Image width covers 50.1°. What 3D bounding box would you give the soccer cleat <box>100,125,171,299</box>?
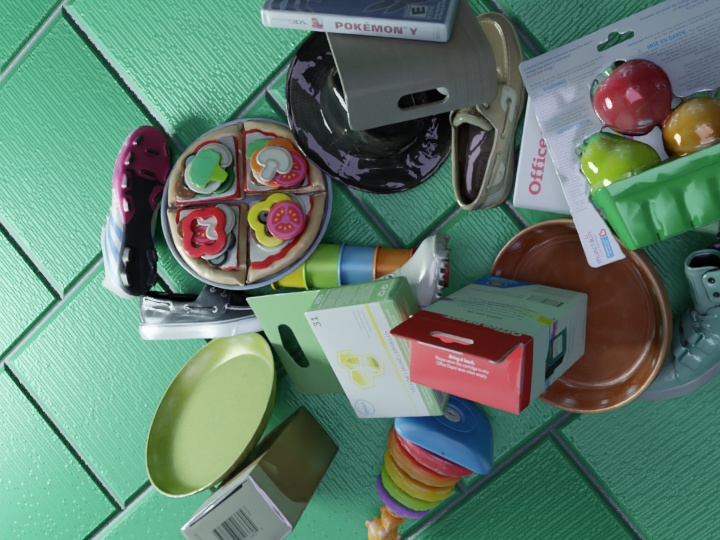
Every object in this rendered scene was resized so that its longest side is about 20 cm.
[{"bbox_3d":[-0.273,-0.069,0.905,0.086,0.069,0.203,3,86,45],"label":"soccer cleat"}]

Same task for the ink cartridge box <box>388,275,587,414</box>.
[{"bbox_3d":[0.123,0.068,0.720,0.115,0.199,0.068,12,111,34],"label":"ink cartridge box"}]

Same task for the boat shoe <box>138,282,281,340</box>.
[{"bbox_3d":[-0.172,0.039,0.900,0.197,0.070,0.067,-5,98,21],"label":"boat shoe"}]

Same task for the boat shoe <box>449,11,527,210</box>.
[{"bbox_3d":[0.126,-0.163,0.794,0.071,0.065,0.203,9,103,32],"label":"boat shoe"}]

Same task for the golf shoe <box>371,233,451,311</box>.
[{"bbox_3d":[0.028,0.037,0.805,0.096,0.079,0.202,20,126,-5],"label":"golf shoe"}]

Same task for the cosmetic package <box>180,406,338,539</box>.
[{"bbox_3d":[-0.101,0.234,0.836,0.105,0.200,0.071,-40,90,13],"label":"cosmetic package"}]

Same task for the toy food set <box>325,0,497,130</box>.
[{"bbox_3d":[0.037,-0.225,0.756,0.141,0.061,0.202,-13,53,-4],"label":"toy food set"}]

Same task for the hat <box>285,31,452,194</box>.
[{"bbox_3d":[0.012,-0.176,0.806,0.197,0.081,0.204,0,97,3],"label":"hat"}]

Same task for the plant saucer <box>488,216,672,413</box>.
[{"bbox_3d":[0.219,0.045,0.790,0.198,0.032,0.204,13,110,39],"label":"plant saucer"}]

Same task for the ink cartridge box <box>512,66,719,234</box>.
[{"bbox_3d":[0.258,-0.124,0.767,0.197,0.087,0.148,10,100,13],"label":"ink cartridge box"}]

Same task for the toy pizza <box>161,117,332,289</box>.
[{"bbox_3d":[-0.129,-0.079,0.851,0.197,0.032,0.203,-2,74,8],"label":"toy pizza"}]

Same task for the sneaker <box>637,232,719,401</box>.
[{"bbox_3d":[0.324,0.041,0.755,0.118,0.074,0.200,42,118,-17],"label":"sneaker"}]

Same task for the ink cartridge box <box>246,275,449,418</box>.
[{"bbox_3d":[-0.020,0.086,0.798,0.198,0.048,0.147,-9,120,29],"label":"ink cartridge box"}]

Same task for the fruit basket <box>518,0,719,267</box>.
[{"bbox_3d":[0.260,-0.126,0.690,0.183,0.094,0.203,-21,79,14],"label":"fruit basket"}]

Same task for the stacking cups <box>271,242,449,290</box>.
[{"bbox_3d":[0.000,0.000,0.861,0.197,0.061,0.062,5,99,8],"label":"stacking cups"}]

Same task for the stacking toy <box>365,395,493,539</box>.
[{"bbox_3d":[0.059,0.235,0.861,0.115,0.110,0.202,24,114,-2],"label":"stacking toy"}]

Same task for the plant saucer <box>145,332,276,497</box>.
[{"bbox_3d":[-0.163,0.162,0.869,0.199,0.201,0.031,-38,128,15],"label":"plant saucer"}]

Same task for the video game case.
[{"bbox_3d":[0.015,-0.302,0.763,0.179,0.023,0.202,8,54,11],"label":"video game case"}]
